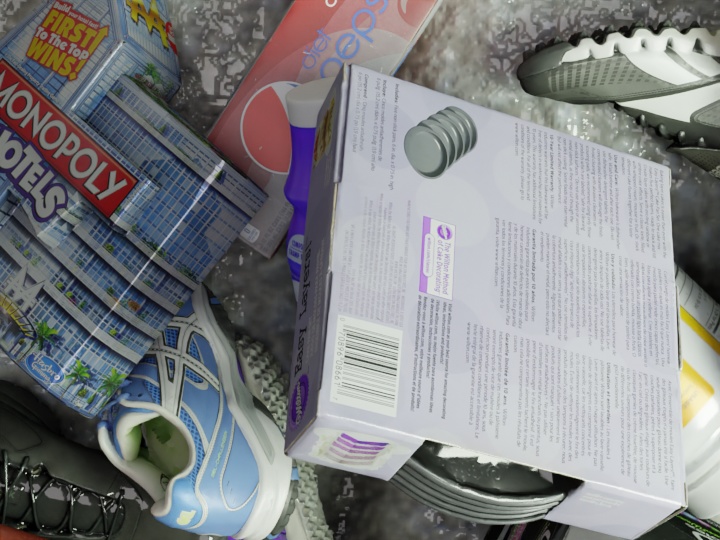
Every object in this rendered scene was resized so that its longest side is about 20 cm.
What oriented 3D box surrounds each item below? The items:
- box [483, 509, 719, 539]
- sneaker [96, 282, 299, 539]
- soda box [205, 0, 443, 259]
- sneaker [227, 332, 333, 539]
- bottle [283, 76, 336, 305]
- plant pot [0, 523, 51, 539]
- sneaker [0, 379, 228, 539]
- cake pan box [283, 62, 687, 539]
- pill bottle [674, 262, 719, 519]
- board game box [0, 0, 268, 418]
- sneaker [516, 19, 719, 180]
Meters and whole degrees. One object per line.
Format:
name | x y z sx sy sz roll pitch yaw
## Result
box | 0.137 0.188 0.874 0.147 0.200 0.125 27 97 -1
sneaker | -0.107 0.061 0.891 0.200 0.076 0.076 51 122 36
soda box | -0.022 -0.109 0.917 0.070 0.063 0.201 34 96 -2
sneaker | -0.072 0.141 0.943 0.098 0.070 0.202 -15 94 9
bottle | 0.000 0.000 0.876 0.065 0.083 0.202 -22 113 -30
plant pot | -0.163 0.224 0.841 0.193 0.201 0.203 16 97 -17
sneaker | -0.168 0.124 0.911 0.198 0.091 0.077 19 98 19
cake pan box | 0.062 0.017 0.774 0.182 0.052 0.202 13 57 -16
pill bottle | 0.139 0.040 0.905 0.200 0.109 0.109 43 96 -2
board game box | -0.152 -0.062 0.887 0.200 0.062 0.201 39 91 33
sneaker | 0.186 -0.091 0.910 0.197 0.066 0.092 -2 94 0
